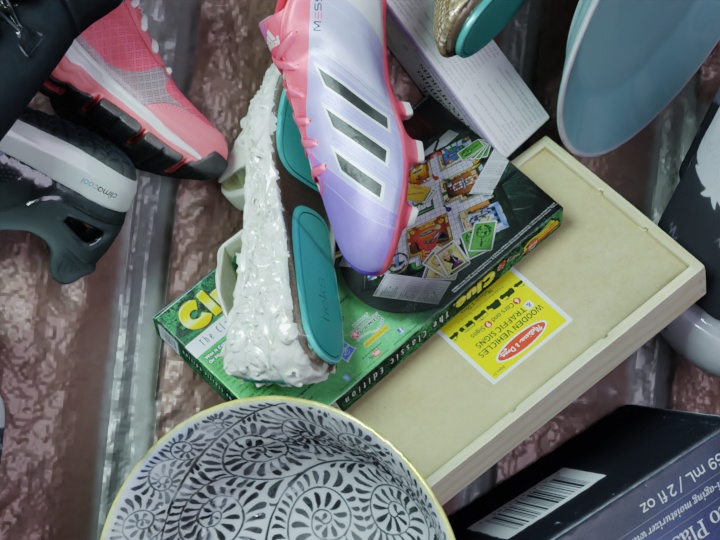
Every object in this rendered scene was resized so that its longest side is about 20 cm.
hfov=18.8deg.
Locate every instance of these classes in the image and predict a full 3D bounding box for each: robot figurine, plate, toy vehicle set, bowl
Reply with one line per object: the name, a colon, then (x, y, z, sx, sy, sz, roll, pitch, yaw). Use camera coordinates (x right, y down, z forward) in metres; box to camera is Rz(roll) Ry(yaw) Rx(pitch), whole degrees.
robot figurine: (0.234, -0.029, 1.188, 0.125, 0.200, 0.150, 25, 36, 2)
plate: (0.162, -0.153, 1.180, 0.026, 0.200, 0.200, 36, 72, 23)
toy vehicle set: (0.067, 0.026, 1.153, 0.200, 0.027, 0.124, -37, 59, -16)
bowl: (-0.022, 0.160, 1.064, 0.094, 0.200, 0.201, 2, 89, -65)

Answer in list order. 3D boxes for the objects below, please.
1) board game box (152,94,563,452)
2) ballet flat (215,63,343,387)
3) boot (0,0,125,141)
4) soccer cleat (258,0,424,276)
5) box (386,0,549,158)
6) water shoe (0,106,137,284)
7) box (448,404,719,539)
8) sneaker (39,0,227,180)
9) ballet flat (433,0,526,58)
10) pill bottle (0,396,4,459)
board game box: (0.000, 0.000, 1.144, 0.200, 0.023, 0.105, -39, 68, -18)
ballet flat: (-0.046, -0.029, 1.117, 0.072, 0.072, 0.200, 16, 55, -22)
boot: (-0.202, -0.160, 0.999, 0.200, 0.076, 0.168, 44, 59, -4)
soccer cleat: (-0.015, -0.094, 1.096, 0.076, 0.067, 0.200, 2, 76, -19)
box: (0.025, -0.147, 1.177, 0.041, 0.039, 0.200, -43, 105, -17)
water shoe: (-0.209, -0.055, 1.057, 0.200, 0.072, 0.079, 23, 100, -11)
box: (0.140, 0.207, 1.180, 0.200, 0.123, 0.199, -30, 103, -20)
sneaker: (-0.133, -0.124, 1.091, 0.200, 0.074, 0.087, 39, 74, -18)
ballet flat: (0.082, -0.177, 1.171, 0.065, 0.071, 0.200, 41, 45, 11)
pill bottle: (-0.229, 0.097, 1.023, 0.119, 0.120, 0.200, 8, 87, -23)
